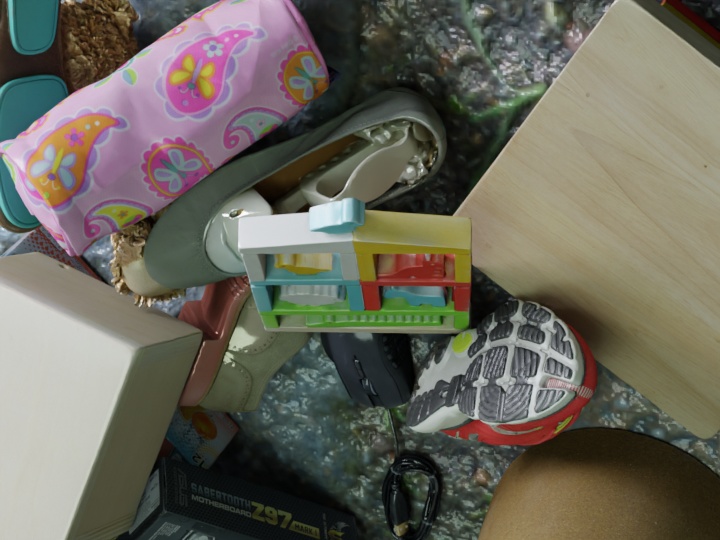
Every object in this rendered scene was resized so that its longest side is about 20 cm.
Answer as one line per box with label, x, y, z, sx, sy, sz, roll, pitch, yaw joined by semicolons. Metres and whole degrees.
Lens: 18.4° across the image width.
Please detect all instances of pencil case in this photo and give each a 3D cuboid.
pencil case;-0.113;-0.093;1.314;0.200;0.087;0.087;-36;100;-9

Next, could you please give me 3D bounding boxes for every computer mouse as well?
computer mouse;0.013;0.097;1.452;0.059;0.034;0.200;-4;115;25

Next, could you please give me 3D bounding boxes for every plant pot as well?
plant pot;0.133;0.227;1.366;0.186;0.200;0.187;12;120;20

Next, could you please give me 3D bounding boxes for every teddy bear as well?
teddy bear;-0.145;-0.076;1.397;0.200;0.067;0.145;44;114;9

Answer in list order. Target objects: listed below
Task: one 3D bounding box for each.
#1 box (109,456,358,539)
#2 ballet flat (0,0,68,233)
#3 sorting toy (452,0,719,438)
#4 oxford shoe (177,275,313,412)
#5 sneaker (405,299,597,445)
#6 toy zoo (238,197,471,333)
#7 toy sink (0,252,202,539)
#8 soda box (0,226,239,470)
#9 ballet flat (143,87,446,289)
box;-0.119;0.218;1.522;0.158;0.051;0.200;21;132;-28
ballet flat;-0.218;-0.125;1.351;0.072;0.068;0.200;13;109;43
sorting toy;0.184;-0.039;1.279;0.200;0.070;0.199;38;125;2
oxford shoe;-0.058;0.008;1.430;0.074;0.071;0.200;16;121;-27
sneaker;0.101;0.069;1.340;0.085;0.077;0.200;20;168;-18
toy zoo;0.000;0.000;1.294;0.131;0.020;0.200;0;163;2
toy sink;-0.204;0.107;1.402;0.130;0.112;0.200;24;102;16
soda box;-0.178;0.067;1.501;0.200;0.068;0.064;47;123;-5
ballet flat;-0.039;-0.044;1.326;0.200;0.064;0.067;-30;120;-1
